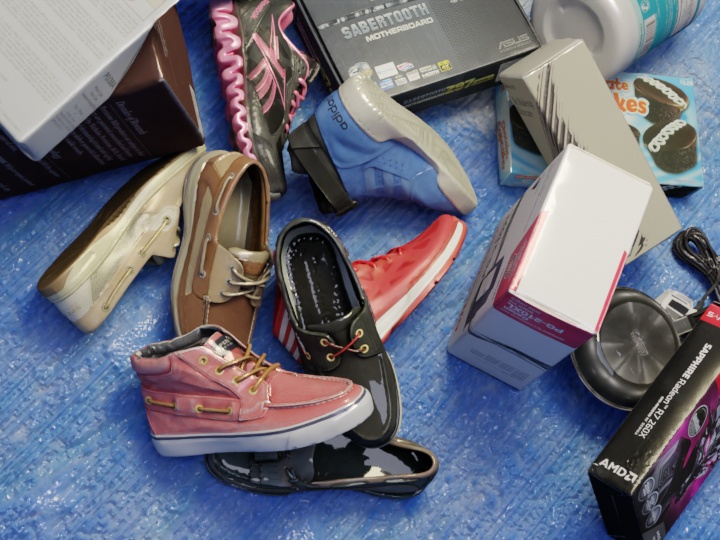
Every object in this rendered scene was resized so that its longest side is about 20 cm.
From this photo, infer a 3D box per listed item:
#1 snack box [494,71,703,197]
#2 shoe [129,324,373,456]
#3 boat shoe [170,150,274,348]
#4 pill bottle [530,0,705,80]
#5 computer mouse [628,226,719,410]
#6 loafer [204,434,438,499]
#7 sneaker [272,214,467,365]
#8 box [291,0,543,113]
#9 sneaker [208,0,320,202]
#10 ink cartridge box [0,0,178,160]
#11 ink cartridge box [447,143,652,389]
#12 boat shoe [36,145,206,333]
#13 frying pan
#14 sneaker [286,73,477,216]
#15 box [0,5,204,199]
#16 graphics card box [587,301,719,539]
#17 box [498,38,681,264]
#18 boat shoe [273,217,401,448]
[{"bbox_3d":[0.230,-0.136,1.334,0.199,0.037,0.117,3,73,-13],"label":"snack box"},{"bbox_3d":[-0.092,0.092,1.107,0.071,0.199,0.091,-48,125,-60],"label":"shoe"},{"bbox_3d":[-0.112,-0.003,1.163,0.076,0.072,0.201,-2,91,-42],"label":"boat shoe"},{"bbox_3d":[0.261,-0.264,1.329,0.200,0.111,0.111,-34,84,-38],"label":"pill bottle"},{"bbox_3d":[0.291,0.057,1.291,0.110,0.044,0.200,48,63,-2],"label":"computer mouse"},{"bbox_3d":[-0.030,0.155,1.166,0.199,0.063,0.072,6,73,-13],"label":"loafer"},{"bbox_3d":[0.000,0.000,1.214,0.115,0.078,0.200,41,67,-1],"label":"sneaker"},{"bbox_3d":[0.048,-0.230,1.289,0.199,0.051,0.158,-19,68,-15],"label":"box"},{"bbox_3d":[-0.078,-0.161,1.237,0.095,0.079,0.201,-9,77,-11],"label":"sneaker"},{"bbox_3d":[-0.223,-0.206,1.024,0.200,0.047,0.160,-42,77,-6],"label":"ink cartridge box"},{"bbox_3d":[0.158,0.003,1.188,0.084,0.200,0.145,26,69,-3],"label":"ink cartridge box"},{"bbox_3d":[-0.190,-0.032,1.181,0.065,0.072,0.200,49,58,-19],"label":"boat shoe"},{"bbox_3d":[0.277,0.071,1.244,0.189,0.031,0.116,4,73,-17],"label":"frying pan"},{"bbox_3d":[0.015,-0.087,1.236,0.111,0.200,0.077,-36,50,19],"label":"sneaker"},{"bbox_3d":[-0.252,-0.175,1.125,0.199,0.164,0.167,-16,77,3],"label":"box"},{"bbox_3d":[0.282,0.141,1.214,0.051,0.126,0.200,29,67,34],"label":"graphics card box"},{"bbox_3d":[0.209,-0.109,1.251,0.068,0.082,0.200,-32,102,-4],"label":"box"},{"bbox_3d":[-0.022,0.053,1.143,0.073,0.063,0.202,-20,83,1],"label":"boat shoe"}]
